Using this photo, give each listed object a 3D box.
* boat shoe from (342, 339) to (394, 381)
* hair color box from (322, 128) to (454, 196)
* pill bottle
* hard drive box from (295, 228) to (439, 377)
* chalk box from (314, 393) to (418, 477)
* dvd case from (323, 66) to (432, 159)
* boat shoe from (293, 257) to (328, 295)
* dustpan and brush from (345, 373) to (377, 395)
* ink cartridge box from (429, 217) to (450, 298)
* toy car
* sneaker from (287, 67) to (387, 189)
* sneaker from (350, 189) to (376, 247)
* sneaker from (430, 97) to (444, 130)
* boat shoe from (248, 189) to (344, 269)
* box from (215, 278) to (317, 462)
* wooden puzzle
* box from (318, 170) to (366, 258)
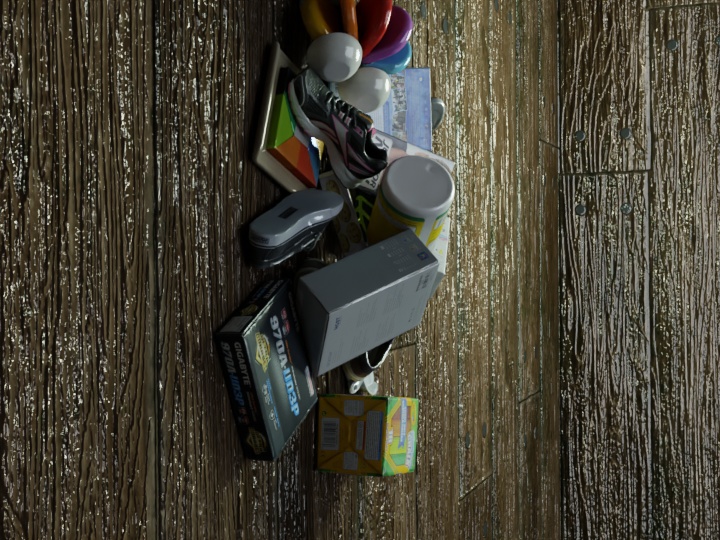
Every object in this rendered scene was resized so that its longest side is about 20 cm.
[{"bbox_3d":[0.033,0.087,1.605,0.072,0.064,0.201,43,54,-26],"label":"boat shoe"},{"bbox_3d":[0.048,-0.166,1.612,0.198,0.060,0.101,18,94,-29],"label":"hair color box"},{"bbox_3d":[0.070,-0.074,1.536,0.201,0.112,0.114,106,1,-54],"label":"pill bottle"},{"bbox_3d":[0.004,0.047,1.450,0.199,0.077,0.157,-24,148,-28],"label":"hard drive box"},{"bbox_3d":[0.021,0.268,1.628,0.200,0.122,0.126,17,75,-67],"label":"chalk box"},{"bbox_3d":[0.031,-0.260,1.635,0.198,0.017,0.145,-8,101,-28],"label":"dvd case"},{"bbox_3d":[-0.053,0.027,1.522,0.202,0.071,0.061,61,33,-60],"label":"boat shoe"},{"bbox_3d":[0.002,0.162,1.664,0.200,0.057,0.141,-36,123,-61],"label":"dustpan and brush"},{"bbox_3d":[0.093,-0.055,1.768,0.201,0.114,0.068,-79,-168,-50],"label":"ink cartridge box"},{"bbox_3d":[0.004,-0.356,1.501,0.200,0.149,0.177,38,34,-50],"label":"toy car"},{"bbox_3d":[-0.024,-0.219,1.457,0.201,0.086,0.081,52,39,-30],"label":"sneaker"},{"bbox_3d":[0.008,-0.120,1.696,0.077,0.075,0.202,112,-9,-57],"label":"sneaker"},{"bbox_3d":[0.088,-0.287,1.782,0.200,0.070,0.100,140,-48,-60],"label":"sneaker"},{"bbox_3d":[-0.090,-0.058,1.416,0.199,0.073,0.069,-42,146,-54],"label":"boat shoe"},{"bbox_3d":[-0.126,0.136,1.369,0.159,0.045,0.202,-51,136,-57],"label":"box"},{"bbox_3d":[-0.094,-0.209,1.464,0.200,0.037,0.187,45,49,-60],"label":"wooden puzzle"},{"bbox_3d":[-0.018,-0.059,1.545,0.039,0.041,0.202,-108,-179,-75],"label":"box"}]
